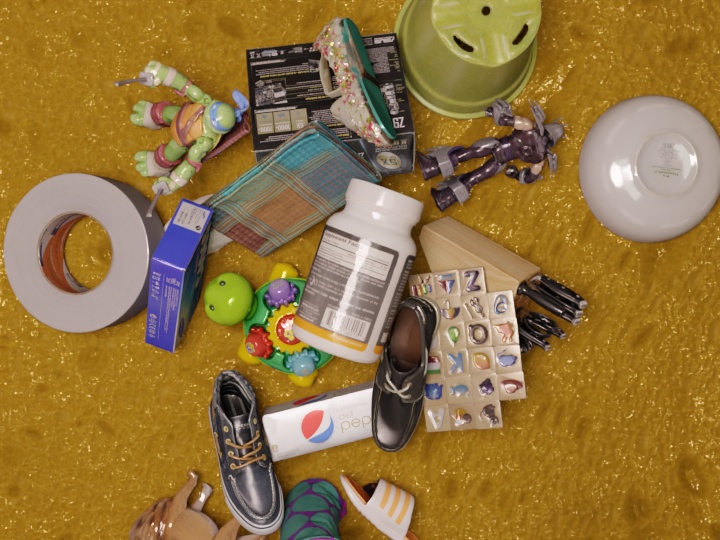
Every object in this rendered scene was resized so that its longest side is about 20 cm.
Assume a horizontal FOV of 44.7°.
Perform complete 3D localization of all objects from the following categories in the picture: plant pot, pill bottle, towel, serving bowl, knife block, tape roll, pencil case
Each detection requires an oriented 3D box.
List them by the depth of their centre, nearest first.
[{"bbox_3d":[0.000,0.000,1.047,0.115,0.116,0.202,19,92,-2],"label":"pill bottle"},{"bbox_3d":[-0.088,-0.092,1.074,0.199,0.146,0.022,-33,54,20],"label":"towel"},{"bbox_3d":[-0.056,0.333,1.098,0.091,0.200,0.086,-1,98,-5],"label":"pencil case"},{"bbox_3d":[0.145,-0.305,1.101,0.198,0.184,0.203,0,91,-2],"label":"plant pot"},{"bbox_3d":[0.186,0.009,1.120,0.175,0.064,0.202,-20,92,41],"label":"knife block"},{"bbox_3d":[-0.354,-0.023,1.131,0.198,0.066,0.203,0,92,11],"label":"tape roll"},{"bbox_3d":[0.398,-0.139,1.172,0.198,0.066,0.202,0,90,-2],"label":"serving bowl"}]

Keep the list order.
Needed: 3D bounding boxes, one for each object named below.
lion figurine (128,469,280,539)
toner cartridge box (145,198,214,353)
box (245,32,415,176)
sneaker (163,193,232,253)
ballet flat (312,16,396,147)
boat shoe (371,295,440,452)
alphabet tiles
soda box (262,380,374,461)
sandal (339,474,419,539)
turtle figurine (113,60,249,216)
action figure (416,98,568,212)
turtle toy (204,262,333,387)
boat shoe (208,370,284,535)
[{"bbox_3d":[-0.206,0.340,1.129,0.199,0.073,0.123,14,59,35],"label":"lion figurine"},{"bbox_3d":[-0.225,0.011,1.079,0.043,0.201,0.096,21,54,-2],"label":"toner cartridge box"},{"bbox_3d":[-0.039,-0.203,1.112,0.198,0.086,0.165,-8,62,-3],"label":"box"},{"bbox_3d":[-0.175,-0.072,1.148,0.198,0.081,0.077,-22,93,0],"label":"sneaker"},{"bbox_3d":[-0.010,-0.214,1.041,0.064,0.075,0.201,-29,56,21],"label":"ballet flat"},{"bbox_3d":[0.047,0.131,1.091,0.071,0.068,0.202,14,96,15],"label":"boat shoe"},{"bbox_3d":[0.119,0.101,1.103,0.165,0.006,0.202,-8,87,19],"label":"alphabet tiles"},{"bbox_3d":[-0.028,0.193,1.162,0.198,0.068,0.064,-15,91,-2],"label":"soda box"},{"bbox_3d":[0.057,0.329,1.169,0.207,0.079,0.059,44,88,-11],"label":"sandal"},{"bbox_3d":[-0.251,-0.172,1.073,0.200,0.193,0.145,-43,110,-26],"label":"turtle figurine"},{"bbox_3d":[0.178,-0.155,1.149,0.198,0.070,0.131,-21,115,9],"label":"action figure"},{"bbox_3d":[-0.110,0.064,1.141,0.198,0.101,0.147,23,90,-2],"label":"turtle toy"},{"bbox_3d":[-0.148,0.227,1.102,0.070,0.091,0.201,-15,57,-20],"label":"boat shoe"}]
